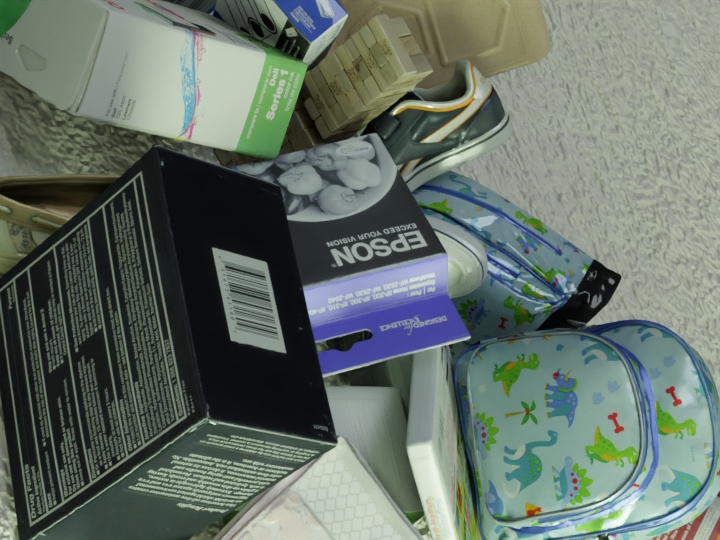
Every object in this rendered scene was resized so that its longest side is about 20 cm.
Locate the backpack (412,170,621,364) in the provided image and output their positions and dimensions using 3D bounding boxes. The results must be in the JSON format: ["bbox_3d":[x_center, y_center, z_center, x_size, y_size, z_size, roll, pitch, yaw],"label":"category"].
[{"bbox_3d":[0.091,0.004,1.597,0.200,0.163,0.154,47,48,4],"label":"backpack"}]

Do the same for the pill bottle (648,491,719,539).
[{"bbox_3d":[0.229,0.201,1.577,0.199,0.114,0.113,27,34,13],"label":"pill bottle"}]

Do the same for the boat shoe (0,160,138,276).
[{"bbox_3d":[-0.180,-0.038,1.343,0.198,0.063,0.074,-8,47,-33],"label":"boat shoe"}]

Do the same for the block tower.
[{"bbox_3d":[-0.028,-0.132,1.524,0.058,0.199,0.054,-21,78,-53],"label":"block tower"}]

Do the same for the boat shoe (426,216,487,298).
[{"bbox_3d":[0.000,-0.004,1.490,0.200,0.075,0.086,13,31,3],"label":"boat shoe"}]

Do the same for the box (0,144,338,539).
[{"bbox_3d":[-0.137,0.061,1.247,0.123,0.198,0.202,16,51,-44],"label":"box"}]

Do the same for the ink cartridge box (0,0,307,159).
[{"bbox_3d":[-0.165,-0.161,1.434,0.199,0.085,0.144,10,15,-45],"label":"ink cartridge box"}]

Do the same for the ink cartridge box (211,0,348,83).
[{"bbox_3d":[-0.073,-0.195,1.528,0.044,0.200,0.094,-40,87,-18],"label":"ink cartridge box"}]

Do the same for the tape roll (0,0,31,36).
[{"bbox_3d":[-0.300,-0.254,1.308,0.048,0.200,0.202,-13,72,-52],"label":"tape roll"}]

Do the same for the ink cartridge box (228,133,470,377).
[{"bbox_3d":[-0.040,-0.008,1.420,0.196,0.044,0.201,-14,50,-19],"label":"ink cartridge box"}]

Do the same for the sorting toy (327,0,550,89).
[{"bbox_3d":[0.047,-0.241,1.585,0.036,0.198,0.187,-127,-161,-75],"label":"sorting toy"}]

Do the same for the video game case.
[{"bbox_3d":[0.068,0.155,1.448,0.201,0.023,0.184,-83,160,-62],"label":"video game case"}]

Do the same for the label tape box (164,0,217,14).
[{"bbox_3d":[-0.202,-0.316,1.588,0.143,0.063,0.202,7,58,-47],"label":"label tape box"}]

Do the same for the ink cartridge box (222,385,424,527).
[{"bbox_3d":[-0.056,0.142,1.380,0.198,0.059,0.105,4,58,-31],"label":"ink cartridge box"}]

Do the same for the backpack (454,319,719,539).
[{"bbox_3d":[0.181,0.128,1.466,0.147,0.198,0.185,39,41,-70],"label":"backpack"}]

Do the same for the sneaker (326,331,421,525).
[{"bbox_3d":[0.033,0.115,1.512,0.087,0.074,0.202,25,45,-41],"label":"sneaker"}]

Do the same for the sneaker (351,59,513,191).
[{"bbox_3d":[0.025,-0.104,1.559,0.080,0.199,0.078,61,-4,-24],"label":"sneaker"}]

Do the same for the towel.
[{"bbox_3d":[-0.021,0.244,1.310,0.191,0.032,0.201,-43,102,-30],"label":"towel"}]
